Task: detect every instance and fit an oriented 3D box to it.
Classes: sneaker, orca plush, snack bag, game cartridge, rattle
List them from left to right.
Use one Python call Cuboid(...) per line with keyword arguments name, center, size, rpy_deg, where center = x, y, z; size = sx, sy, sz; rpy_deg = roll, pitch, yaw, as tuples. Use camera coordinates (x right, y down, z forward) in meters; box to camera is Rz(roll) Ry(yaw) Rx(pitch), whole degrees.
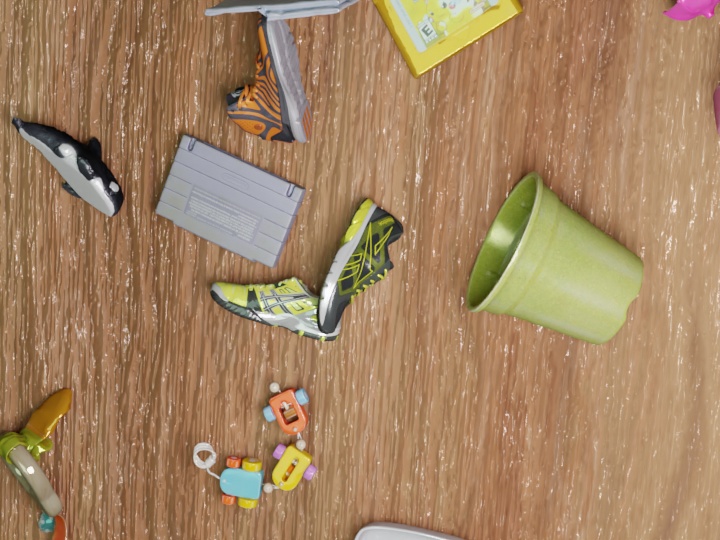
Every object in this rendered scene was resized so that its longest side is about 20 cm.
Cuboid(name="rattle", center=(-0.476, 0.311, 1.560), size=(0.129, 0.143, 0.202), rpy_deg=(-16, 113, 43))
Cuboid(name="orca plush", center=(-0.422, -0.170, 1.483), size=(0.198, 0.071, 0.106), rpy_deg=(34, 146, 9))
Cuboid(name="game cartridge", center=(-0.191, -0.100, 1.453), size=(0.197, 0.038, 0.131), rpy_deg=(25, 105, 6))
Cuboid(name="sneaker", center=(-0.140, -0.257, 1.366), size=(0.110, 0.078, 0.202), rpy_deg=(1, 130, 15))
Cuboid(name="sneaker", center=(-0.120, 0.043, 1.444), size=(0.196, 0.075, 0.078), rpy_deg=(15, 93, -3))
Cuboid(name="snack bag", center=(-0.087, -0.358, 1.310), size=(0.196, 0.189, 0.022), rpy_deg=(1, 116, 19))
Cuboid(name="sneaker", center=(0.000, 0.000, 1.387), size=(0.083, 0.075, 0.203), rpy_deg=(23, 79, -1))
Cuboid(name="game cartridge", center=(0.101, -0.396, 1.361), size=(0.175, 0.032, 0.202), rpy_deg=(-30, 92, 13))

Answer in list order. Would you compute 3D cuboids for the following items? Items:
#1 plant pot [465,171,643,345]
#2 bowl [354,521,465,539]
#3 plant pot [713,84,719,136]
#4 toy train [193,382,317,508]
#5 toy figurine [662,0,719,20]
Cuboid(name="plant pot", center=(0.265, 0.001, 1.316), size=(0.182, 0.201, 0.203), rpy_deg=(25, 101, -5))
Cuboid(name="bowl", center=(0.077, 0.467, 1.456), size=(0.196, 0.075, 0.204), rpy_deg=(9, 99, 8))
Cuboid(name="plant pot", center=(0.533, -0.271, 1.227), size=(0.196, 0.200, 0.183), rpy_deg=(-5, 81, 11))
Cuboid(name="toy train", center=(-0.143, 0.262, 1.482), size=(0.198, 0.056, 0.152), rpy_deg=(-31, 90, 9))
Cuboid(name="toy figurine", center=(0.409, -0.415, 1.261), size=(0.198, 0.149, 0.187), rpy_deg=(22, 116, 39))
